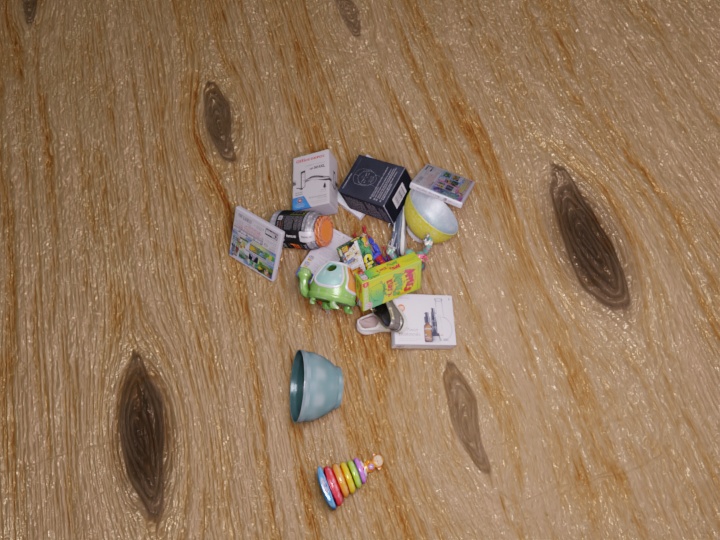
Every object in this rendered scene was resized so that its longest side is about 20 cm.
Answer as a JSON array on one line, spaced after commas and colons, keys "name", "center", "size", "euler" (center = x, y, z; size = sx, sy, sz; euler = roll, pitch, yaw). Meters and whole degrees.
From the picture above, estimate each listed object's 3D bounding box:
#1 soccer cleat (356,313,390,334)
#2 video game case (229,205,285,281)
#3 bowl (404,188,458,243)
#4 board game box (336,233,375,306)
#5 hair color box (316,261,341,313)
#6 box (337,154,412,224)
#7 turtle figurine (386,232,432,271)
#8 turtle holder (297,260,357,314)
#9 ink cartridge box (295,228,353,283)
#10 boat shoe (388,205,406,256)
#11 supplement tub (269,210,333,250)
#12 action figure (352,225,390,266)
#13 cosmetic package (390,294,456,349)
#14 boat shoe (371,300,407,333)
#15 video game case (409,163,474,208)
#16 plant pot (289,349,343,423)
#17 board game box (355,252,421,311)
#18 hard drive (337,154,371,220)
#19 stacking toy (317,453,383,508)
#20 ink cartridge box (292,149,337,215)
[{"name": "soccer cleat", "center": [0.081, 0.156, 1.644], "size": [0.192, 0.078, 0.072], "euler": [-14, 68, 3]}, {"name": "video game case", "center": [-0.345, -0.088, 1.764], "size": [0.196, 0.187, 0.022], "euler": [28, 31, 18]}, {"name": "bowl", "center": [0.207, -0.156, 1.710], "size": [0.108, 0.196, 0.203], "euler": [-49, 64, 35]}, {"name": "board game box", "center": [0.000, 0.000, 1.637], "size": [0.103, 0.206, 0.023], "euler": [-29, 28, -20]}, {"name": "hair color box", "center": [-0.062, 0.034, 1.693], "size": [0.064, 0.111, 0.200], "euler": [41, 81, 19]}, {"name": "box", "center": [0.051, -0.265, 1.731], "size": [0.196, 0.107, 0.151], "euler": [23, 75, 33]}, {"name": "turtle figurine", "center": [0.152, -0.042, 1.638], "size": [0.143, 0.201, 0.105], "euler": [-3, 68, 7]}, {"name": "turtle holder", "center": [-0.089, 0.045, 1.571], "size": [0.182, 0.138, 0.137], "euler": [4, 80, 48]}, {"name": "ink cartridge box", "center": [-0.115, -0.038, 1.757], "size": [0.117, 0.042, 0.203], "euler": [27, 74, 28]}, {"name": "boat shoe", "center": [0.121, -0.145, 1.749], "size": [0.059, 0.075, 0.209], "euler": [-1, 80, 13]}, {"name": "supplement tub", "center": [-0.193, -0.132, 1.743], "size": [0.194, 0.122, 0.127], "euler": [5, 69, 29]}, {"name": "action figure", "center": [0.046, -0.063, 1.722], "size": [0.064, 0.099, 0.202], "euler": [-35, 71, -5]}, {"name": "cosmetic package", "center": [0.186, 0.154, 1.611], "size": [0.192, 0.052, 0.156], "euler": [2, 67, -12]}, {"name": "boat shoe", "center": [0.065, 0.108, 1.575], "size": [0.074, 0.059, 0.202], "euler": [-61, 39, 18]}, {"name": "video game case", "center": [0.269, -0.279, 1.734], "size": [0.177, 0.024, 0.201], "euler": [24, 35, 12]}, {"name": "plant pot", "center": [-0.125, 0.341, 1.563], "size": [0.129, 0.200, 0.208], "euler": [7, 68, -17]}, {"name": "board game box", "center": [0.082, 0.031, 1.530], "size": [0.194, 0.104, 0.048], "euler": [-20, 41, -20]}, {"name": "hard drive", "center": [0.012, -0.289, 1.844], "size": [0.130, 0.026, 0.202], "euler": [35, 79, 19]}, {"name": "stacking toy", "center": [-0.021, 0.577, 1.506], "size": [0.194, 0.111, 0.119], "euler": [-22, 65, -12]}, {"name": "ink cartridge box", "center": [-0.156, -0.293, 1.827], "size": [0.141, 0.084, 0.208], "euler": [-10, 69, 18]}]
